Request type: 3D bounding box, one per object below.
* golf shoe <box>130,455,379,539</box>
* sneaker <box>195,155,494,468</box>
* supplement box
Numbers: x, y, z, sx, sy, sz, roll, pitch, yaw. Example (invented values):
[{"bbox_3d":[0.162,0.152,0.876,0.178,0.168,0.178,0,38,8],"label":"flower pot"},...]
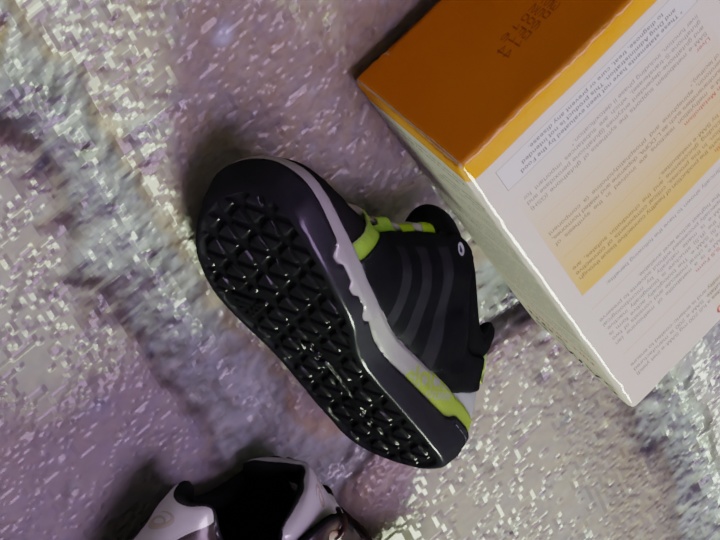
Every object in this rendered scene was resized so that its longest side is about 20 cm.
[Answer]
[{"bbox_3d":[-0.015,0.124,1.236,0.200,0.078,0.095,-2,121,-44],"label":"golf shoe"},{"bbox_3d":[0.000,0.000,1.173,0.083,0.072,0.200,-62,147,-22],"label":"sneaker"},{"bbox_3d":[0.099,-0.051,1.199,0.126,0.074,0.200,-45,141,-5],"label":"supplement box"}]
